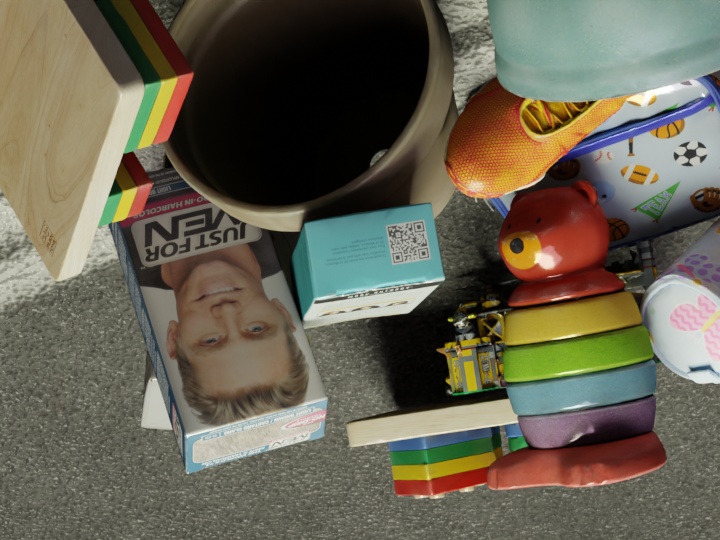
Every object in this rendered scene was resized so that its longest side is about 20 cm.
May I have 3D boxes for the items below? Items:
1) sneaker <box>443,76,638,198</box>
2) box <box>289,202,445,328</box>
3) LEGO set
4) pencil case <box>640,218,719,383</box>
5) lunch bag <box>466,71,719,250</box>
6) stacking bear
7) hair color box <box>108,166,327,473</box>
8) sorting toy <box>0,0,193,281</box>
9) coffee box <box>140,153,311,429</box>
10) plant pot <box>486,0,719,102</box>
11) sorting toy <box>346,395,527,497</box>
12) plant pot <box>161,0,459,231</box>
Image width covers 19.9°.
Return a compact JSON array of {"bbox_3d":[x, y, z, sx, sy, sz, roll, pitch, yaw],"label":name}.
[{"bbox_3d":[0.133,-0.118,1.314,0.073,0.200,0.077,51,161,3],"label":"sneaker"},{"bbox_3d":[0.000,0.000,1.329,0.082,0.050,0.200,-9,174,-6],"label":"box"},{"bbox_3d":[0.149,0.022,1.549,0.199,0.117,0.154,-11,177,22],"label":"LEGO set"},{"bbox_3d":[0.281,0.000,1.473,0.083,0.200,0.091,8,122,41],"label":"pencil case"},{"bbox_3d":[0.174,-0.089,1.459,0.199,0.076,0.160,-19,136,21],"label":"lunch bag"},{"bbox_3d":[0.144,0.041,1.421,0.113,0.202,0.121,-9,180,-42],"label":"stacking bear"},{"bbox_3d":[-0.098,0.025,1.382,0.099,0.201,0.061,-14,153,-13],"label":"hair color box"},{"bbox_3d":[-0.192,-0.134,1.322,0.069,0.199,0.200,-19,155,-31],"label":"sorting toy"},{"bbox_3d":[-0.094,0.011,1.475,0.113,0.201,0.080,5,149,-8],"label":"coffee box"},{"bbox_3d":[0.162,-0.205,1.239,0.199,0.201,0.135,-11,113,14],"label":"plant pot"},{"bbox_3d":[0.109,0.137,1.654,0.199,0.070,0.199,-9,177,12],"label":"sorting toy"},{"bbox_3d":[-0.011,-0.101,1.370,0.199,0.201,0.173,-15,155,18],"label":"plant pot"}]
